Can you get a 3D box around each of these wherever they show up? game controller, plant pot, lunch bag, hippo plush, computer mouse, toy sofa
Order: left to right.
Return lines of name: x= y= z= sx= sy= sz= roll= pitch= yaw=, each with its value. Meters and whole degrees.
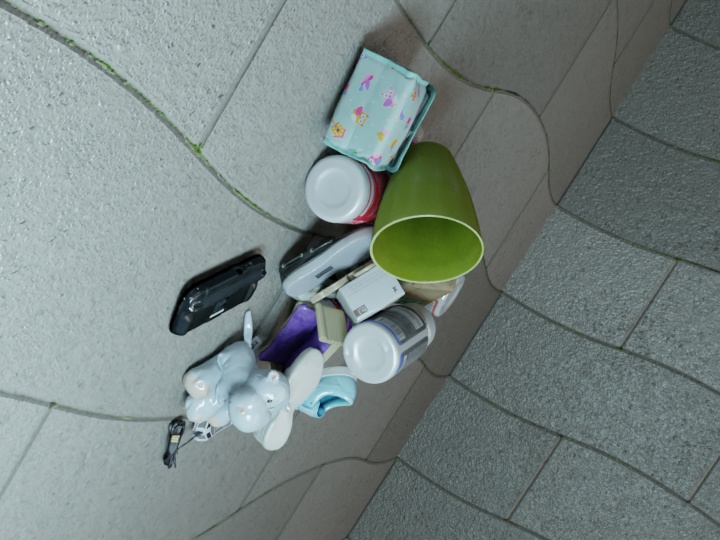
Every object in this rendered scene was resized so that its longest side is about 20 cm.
computer mouse: x=-0.288 y=0.281 z=1.655 sx=0.200 sy=0.044 sz=0.110 roll=-31 pitch=145 yaw=-41
game controller: x=-0.227 y=0.038 z=1.423 sx=0.200 sy=0.042 sz=0.104 roll=-30 pitch=162 yaw=-53
hippo plush: x=-0.192 y=0.214 z=1.545 sx=0.200 sy=0.160 sz=0.160 roll=-44 pitch=143 yaw=-29
toy sofa: x=-0.113 y=0.151 z=1.678 sx=0.097 sy=0.083 sz=0.200 roll=16 pitch=134 yaw=-29
lunch bag: x=0.038 y=-0.256 z=1.457 sx=0.171 sy=0.121 sz=0.200 roll=-63 pitch=169 yaw=10
plant pot: x=0.111 y=-0.113 z=1.501 sx=0.188 sy=0.186 sz=0.201 roll=96 pitch=-3 yaw=-55

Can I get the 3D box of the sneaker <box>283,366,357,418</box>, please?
sneaker: x=-0.103 y=0.237 z=1.650 sx=0.074 sy=0.199 sz=0.082 roll=59 pitch=21 yaw=-44

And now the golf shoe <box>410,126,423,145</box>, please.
golf shoe: x=0.080 y=-0.231 z=1.648 sx=0.200 sy=0.091 sz=0.076 roll=-29 pitch=146 yaw=-57

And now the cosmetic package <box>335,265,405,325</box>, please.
cosmetic package: x=0.014 y=0.045 z=1.615 sx=0.101 sy=0.074 sz=0.200 roll=-31 pitch=175 yaw=-7

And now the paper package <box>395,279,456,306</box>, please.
paper package: x=0.120 y=-0.032 z=1.800 sx=0.200 sy=0.103 sz=0.192 roll=147 pitch=-47 yaw=-69

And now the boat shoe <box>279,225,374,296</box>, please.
boat shoe: x=-0.056 y=-0.029 z=1.558 sx=0.199 sy=0.057 sz=0.069 roll=-31 pitch=148 yaw=4

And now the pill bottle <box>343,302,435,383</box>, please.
pill bottle: x=0.060 y=0.129 z=1.652 sx=0.200 sy=0.113 sz=0.114 roll=-23 pitch=142 yaw=-60

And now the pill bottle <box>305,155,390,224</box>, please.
pill bottle: x=-0.007 y=-0.137 z=1.548 sx=0.113 sy=0.112 sz=0.200 roll=-60 pitch=161 yaw=13

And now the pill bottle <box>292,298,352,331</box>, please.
pill bottle: x=-0.044 y=0.074 z=1.808 sx=0.200 sy=0.112 sz=0.113 roll=-30 pitch=149 yaw=-54

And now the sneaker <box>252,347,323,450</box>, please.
sneaker: x=-0.144 y=0.220 z=1.612 sx=0.075 sy=0.088 sz=0.201 roll=28 pitch=91 yaw=-46

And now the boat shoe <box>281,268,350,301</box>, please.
boat shoe: x=-0.072 y=0.010 z=1.699 sx=0.202 sy=0.074 sz=0.065 roll=-8 pitch=134 yaw=-57

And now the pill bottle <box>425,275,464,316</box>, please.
pill bottle: x=0.122 y=0.004 z=1.963 sx=0.112 sy=0.200 sz=0.112 roll=-49 pitch=163 yaw=-20

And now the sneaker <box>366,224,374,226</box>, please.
sneaker: x=0.054 y=-0.140 z=1.759 sx=0.200 sy=0.078 sz=0.075 roll=-54 pitch=-173 yaw=-23

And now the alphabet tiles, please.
alphabet tiles: x=0.000 y=0.000 z=1.607 sx=0.200 sy=0.015 sz=0.195 roll=-32 pitch=180 yaw=-36

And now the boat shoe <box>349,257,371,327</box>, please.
boat shoe: x=0.020 y=0.037 z=1.752 sx=0.068 sy=0.056 sz=0.202 roll=1 pitch=88 yaw=-58
